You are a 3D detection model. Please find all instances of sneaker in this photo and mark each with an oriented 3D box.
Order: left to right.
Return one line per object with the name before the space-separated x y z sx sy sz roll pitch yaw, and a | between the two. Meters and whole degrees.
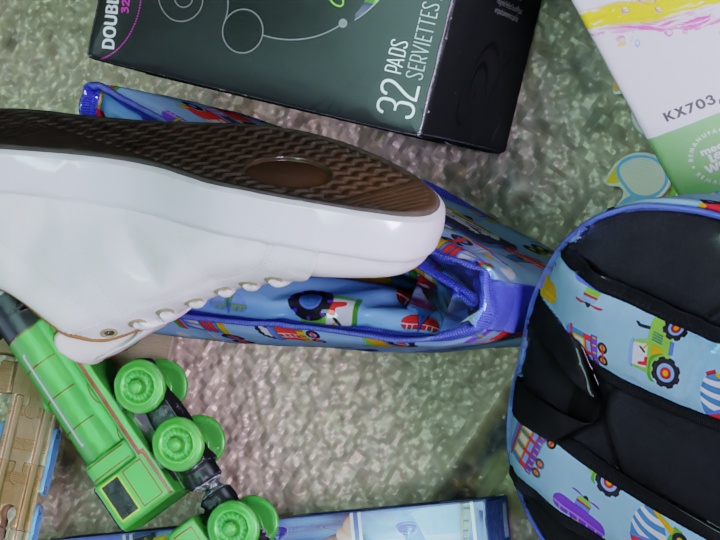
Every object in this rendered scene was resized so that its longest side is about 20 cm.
sneaker | -0.063 -0.007 0.835 0.200 0.073 0.085 8 111 23

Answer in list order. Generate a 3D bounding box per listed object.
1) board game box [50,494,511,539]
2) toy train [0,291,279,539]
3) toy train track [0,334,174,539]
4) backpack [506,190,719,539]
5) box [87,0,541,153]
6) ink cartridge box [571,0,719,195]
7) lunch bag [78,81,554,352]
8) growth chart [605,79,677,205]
board game box | -0.030 0.171 0.989 0.200 0.034 0.135 -7 86 19
toy train | -0.089 0.073 0.968 0.056 0.042 0.200 -37 80 11
toy train track | -0.138 0.072 1.017 0.115 0.033 0.200 8 77 19
backpack | 0.160 0.053 0.834 0.200 0.135 0.183 22 121 23
box | -0.001 -0.162 0.945 0.148 0.124 0.200 14 94 18
ink cartridge box | 0.128 -0.131 0.853 0.117 0.067 0.200 -23 122 18
lunch bag | 0.000 0.000 0.917 0.200 0.151 0.094 16 93 23
growth chart | 0.168 -0.016 0.939 0.145 0.018 0.200 1 88 20
